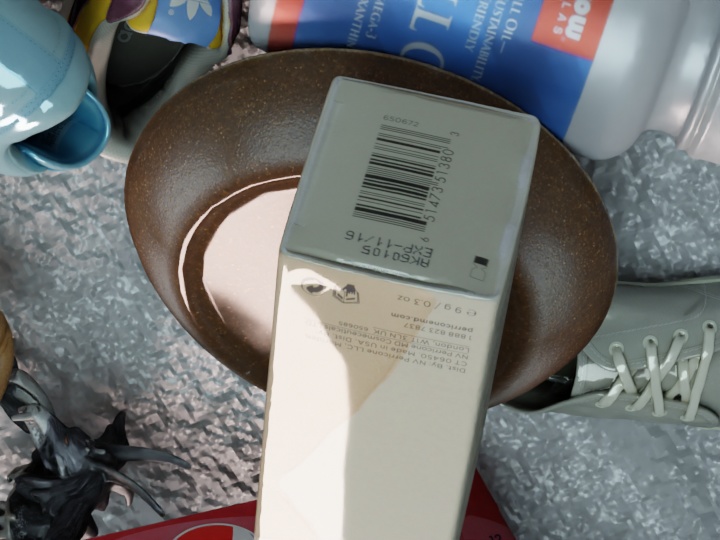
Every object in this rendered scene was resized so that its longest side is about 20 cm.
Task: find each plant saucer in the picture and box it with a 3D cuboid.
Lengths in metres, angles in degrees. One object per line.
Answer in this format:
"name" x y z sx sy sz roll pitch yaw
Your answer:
"plant saucer" 0.000 0.000 0.970 0.199 0.037 0.201 8 138 7

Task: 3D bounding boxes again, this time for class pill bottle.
"pill bottle" 0.066 -0.108 0.945 0.199 0.112 0.113 17 119 2

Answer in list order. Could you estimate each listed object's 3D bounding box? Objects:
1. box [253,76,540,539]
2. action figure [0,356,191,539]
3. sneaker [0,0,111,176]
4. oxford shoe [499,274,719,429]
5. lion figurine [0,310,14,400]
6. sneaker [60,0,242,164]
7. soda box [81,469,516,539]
"box" 0.010 0.036 0.911 0.077 0.095 0.201 12 137 4
"action figure" -0.180 0.093 1.099 0.199 0.119 0.102 -17 122 26
"sneaker" -0.139 -0.061 0.959 0.082 0.200 0.074 39 84 -3
"oxford shoe" 0.124 0.037 1.040 0.199 0.058 0.076 9 117 5
"lion figurine" -0.207 0.004 1.050 0.200 0.123 0.072 47 150 -7
"sneaker" -0.062 -0.134 0.960 0.075 0.090 0.201 10 126 -19
"soda box" -0.035 0.140 1.062 0.199 0.064 0.070 -11 136 -21
